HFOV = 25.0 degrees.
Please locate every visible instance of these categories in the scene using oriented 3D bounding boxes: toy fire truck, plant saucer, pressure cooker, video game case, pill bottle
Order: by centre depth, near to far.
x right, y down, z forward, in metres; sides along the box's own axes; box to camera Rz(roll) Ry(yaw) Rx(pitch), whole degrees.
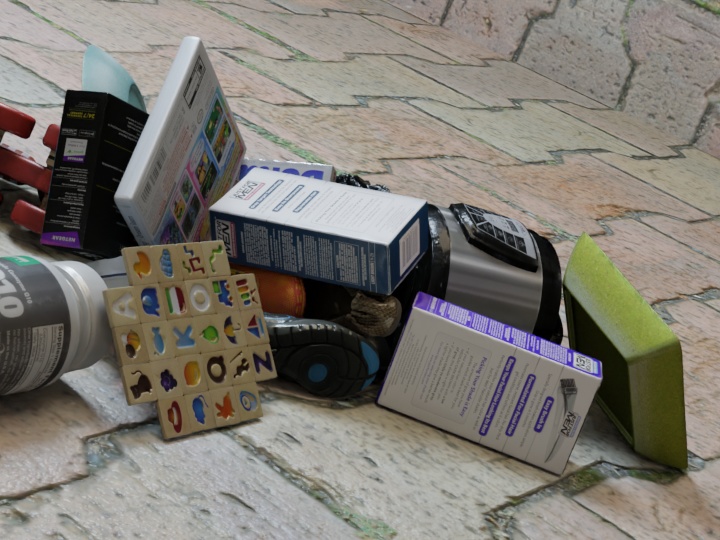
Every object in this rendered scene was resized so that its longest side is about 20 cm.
[{"bbox_3d":[-0.303,0.047,1.325,0.113,0.114,0.200,30,20,28],"label":"pill bottle"},{"bbox_3d":[-0.175,-0.098,1.614,0.024,0.201,0.182,8,-31,18],"label":"video game case"},{"bbox_3d":[-0.247,-0.140,1.702,0.038,0.202,0.201,-10,18,4],"label":"plant saucer"},{"bbox_3d":[0.272,0.093,1.719,0.048,0.201,0.200,-23,43,-11],"label":"plant saucer"},{"bbox_3d":[-0.347,-0.103,1.745,0.199,0.113,0.168,23,-1,5],"label":"toy fire truck"},{"bbox_3d":[0.123,0.027,1.745,0.199,0.177,0.178,13,-15,-23],"label":"pressure cooker"}]

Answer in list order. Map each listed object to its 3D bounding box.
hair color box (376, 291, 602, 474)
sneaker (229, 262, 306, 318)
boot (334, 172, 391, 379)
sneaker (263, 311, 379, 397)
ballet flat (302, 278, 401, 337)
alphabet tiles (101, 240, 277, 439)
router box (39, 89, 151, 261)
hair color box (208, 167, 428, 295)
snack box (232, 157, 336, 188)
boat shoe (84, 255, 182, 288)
[{"bbox_3d":[0.128,0.111,1.608,0.199,0.110,0.065,22,16,3],"label":"hair color box"},{"bbox_3d":[-0.123,0.020,1.663,0.077,0.074,0.200,3,8,-36],"label":"sneaker"},{"bbox_3d":[0.001,0.000,1.700,0.073,0.163,0.198,16,18,-33],"label":"boot"},{"bbox_3d":[-0.076,0.068,1.575,0.199,0.074,0.082,15,14,-23],"label":"sneaker"},{"bbox_3d":[-0.037,0.034,1.637,0.046,0.068,0.199,20,-7,-38],"label":"ballet flat"},{"bbox_3d":[-0.147,0.058,1.434,0.006,0.168,0.200,-17,-6,35],"label":"alphabet tiles"},{"bbox_3d":[-0.231,-0.080,1.585,0.051,0.150,0.200,6,-7,21],"label":"router box"},{"bbox_3d":[-0.041,-0.041,1.622,0.199,0.061,0.100,12,33,23],"label":"hair color box"},{"bbox_3d":[-0.127,-0.083,1.736,0.199,0.072,0.024,5,-16,15],"label":"snack box"},{"bbox_3d":[-0.216,0.035,1.524,0.074,0.087,0.202,4,-6,-28],"label":"boat shoe"}]
